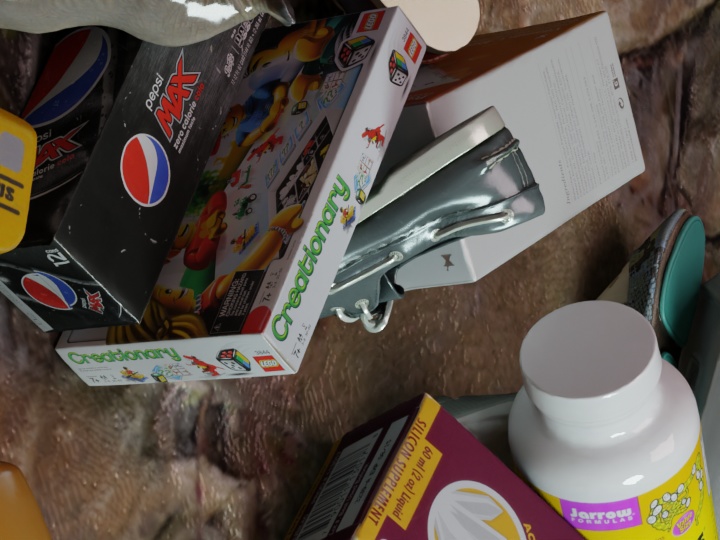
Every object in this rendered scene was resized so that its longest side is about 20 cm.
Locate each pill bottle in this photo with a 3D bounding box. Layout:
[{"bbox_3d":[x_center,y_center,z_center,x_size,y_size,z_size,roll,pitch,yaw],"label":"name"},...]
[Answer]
[{"bbox_3d":[0.139,0.113,1.224,0.104,0.104,0.200,-60,147,-38],"label":"pill bottle"}]

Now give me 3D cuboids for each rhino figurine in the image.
[{"bbox_3d":[-0.096,-0.146,1.001,0.060,0.199,0.088,175,-81,-83],"label":"rhino figurine"}]

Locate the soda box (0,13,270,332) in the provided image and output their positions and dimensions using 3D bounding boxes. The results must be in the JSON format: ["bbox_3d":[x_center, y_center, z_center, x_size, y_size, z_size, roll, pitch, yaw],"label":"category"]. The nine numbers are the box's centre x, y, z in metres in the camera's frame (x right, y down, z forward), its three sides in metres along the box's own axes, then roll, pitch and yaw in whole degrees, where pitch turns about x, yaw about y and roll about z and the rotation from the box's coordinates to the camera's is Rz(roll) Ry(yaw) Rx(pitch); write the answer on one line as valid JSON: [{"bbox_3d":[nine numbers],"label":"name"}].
[{"bbox_3d":[-0.111,-0.072,1.047,0.071,0.063,0.200,48,49,-38],"label":"soda box"}]

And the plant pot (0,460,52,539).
[{"bbox_3d":[-0.227,0.068,0.783,0.200,0.200,0.184,-15,81,-53],"label":"plant pot"}]

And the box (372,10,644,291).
[{"bbox_3d":[0.049,-0.064,1.215,0.200,0.124,0.098,-31,110,-52],"label":"box"}]

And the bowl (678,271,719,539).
[{"bbox_3d":[0.243,0.084,1.423,0.200,0.074,0.201,-92,-162,-81],"label":"bowl"}]

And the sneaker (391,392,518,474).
[{"bbox_3d":[0.083,0.109,1.284,0.200,0.070,0.080,5,84,-54],"label":"sneaker"}]

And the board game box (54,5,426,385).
[{"bbox_3d":[-0.055,-0.036,1.066,0.035,0.126,0.200,51,47,-38],"label":"board game box"}]

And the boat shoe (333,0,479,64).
[{"bbox_3d":[-0.016,-0.192,1.191,0.071,0.063,0.200,-46,105,-19],"label":"boat shoe"}]

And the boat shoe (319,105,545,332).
[{"bbox_3d":[0.000,0.000,1.084,0.062,0.200,0.073,53,12,-4],"label":"boat shoe"}]

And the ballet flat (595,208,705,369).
[{"bbox_3d":[0.174,0.047,1.417,0.074,0.074,0.200,46,47,-41],"label":"ballet flat"}]

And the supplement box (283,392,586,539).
[{"bbox_3d":[0.060,0.177,1.171,0.200,0.086,0.110,43,48,-15],"label":"supplement box"}]

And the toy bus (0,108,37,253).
[{"bbox_3d":[-0.222,-0.055,0.891,0.200,0.065,0.079,27,64,-49],"label":"toy bus"}]
